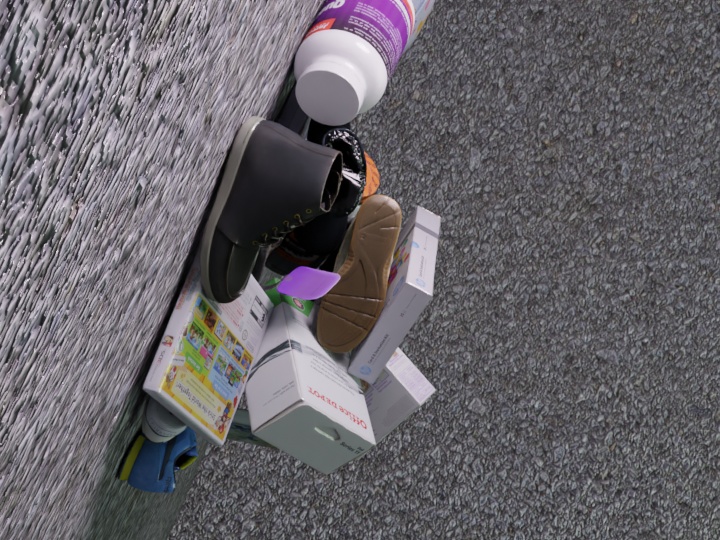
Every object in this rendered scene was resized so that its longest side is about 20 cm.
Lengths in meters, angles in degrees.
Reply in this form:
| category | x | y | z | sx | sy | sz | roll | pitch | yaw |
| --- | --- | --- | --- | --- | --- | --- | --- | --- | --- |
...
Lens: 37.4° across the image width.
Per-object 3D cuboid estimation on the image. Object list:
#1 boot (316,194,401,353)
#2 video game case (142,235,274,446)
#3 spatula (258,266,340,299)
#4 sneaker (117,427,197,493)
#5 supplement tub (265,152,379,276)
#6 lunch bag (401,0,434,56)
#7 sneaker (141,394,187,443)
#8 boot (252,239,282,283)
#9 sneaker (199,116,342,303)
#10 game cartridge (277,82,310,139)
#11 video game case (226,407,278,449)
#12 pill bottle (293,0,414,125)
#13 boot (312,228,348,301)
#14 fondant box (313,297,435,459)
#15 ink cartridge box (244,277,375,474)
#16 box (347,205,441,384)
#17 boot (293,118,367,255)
| category | x | y | z | sx | sy | sz | roll | pitch | yaw |
| --- | --- | --- | --- | --- | --- | --- | --- | --- | --- |
| boot | 0.000 | 0.000 | 1.343 | 0.155 | 0.072 | 0.200 | -98 | -154 | -85 |
| video game case | -0.160 | 0.080 | 1.168 | 0.200 | 0.023 | 0.182 | 64 | 42 | -62 |
| spatula | -0.115 | 0.018 | 1.292 | 0.200 | 0.021 | 0.057 | -3 | -148 | 40 |
| sneaker | -0.236 | 0.211 | 1.342 | 0.200 | 0.078 | 0.066 | -72 | -176 | -62 |
| supplement tub | -0.065 | -0.087 | 1.502 | 0.200 | 0.123 | 0.123 | -47 | -165 | 43 |
| lunch bag | 0.046 | -0.397 | 1.500 | 0.200 | 0.127 | 0.170 | -56 | -177 | 18 |
| sneaker | -0.203 | 0.113 | 1.242 | 0.071 | 0.073 | 0.200 | -38 | -162 | 47 |
| boot | -0.112 | -0.085 | 1.277 | 0.154 | 0.073 | 0.204 | -76 | -169 | -60 |
| sneaker | -0.091 | -0.044 | 1.067 | 0.075 | 0.106 | 0.200 | -37 | 146 | -64 |
| game cartridge | -0.083 | -0.200 | 1.412 | 0.133 | 0.040 | 0.200 | 124 | -10 | -63 |
| video game case | -0.151 | 0.218 | 1.467 | 0.182 | 0.200 | 0.022 | -23 | -124 | 59 |
| pill bottle | -0.010 | -0.263 | 1.267 | 0.112 | 0.112 | 0.200 | 115 | -2 | -47 |
| boot | -0.054 | 0.016 | 1.491 | 0.165 | 0.066 | 0.200 | -22 | 166 | -42 |
| fondant box | -0.016 | 0.138 | 1.457 | 0.144 | 0.200 | 0.058 | -45 | 174 | 32 |
| ink cartridge box | -0.071 | 0.130 | 1.303 | 0.083 | 0.147 | 0.200 | -35 | -138 | 19 |
| box | 0.045 | 0.028 | 1.360 | 0.156 | 0.041 | 0.200 | -58 | -169 | 30 |
| boot | -0.042 | -0.092 | 1.308 | 0.168 | 0.076 | 0.200 | -104 | -159 | -69 |
